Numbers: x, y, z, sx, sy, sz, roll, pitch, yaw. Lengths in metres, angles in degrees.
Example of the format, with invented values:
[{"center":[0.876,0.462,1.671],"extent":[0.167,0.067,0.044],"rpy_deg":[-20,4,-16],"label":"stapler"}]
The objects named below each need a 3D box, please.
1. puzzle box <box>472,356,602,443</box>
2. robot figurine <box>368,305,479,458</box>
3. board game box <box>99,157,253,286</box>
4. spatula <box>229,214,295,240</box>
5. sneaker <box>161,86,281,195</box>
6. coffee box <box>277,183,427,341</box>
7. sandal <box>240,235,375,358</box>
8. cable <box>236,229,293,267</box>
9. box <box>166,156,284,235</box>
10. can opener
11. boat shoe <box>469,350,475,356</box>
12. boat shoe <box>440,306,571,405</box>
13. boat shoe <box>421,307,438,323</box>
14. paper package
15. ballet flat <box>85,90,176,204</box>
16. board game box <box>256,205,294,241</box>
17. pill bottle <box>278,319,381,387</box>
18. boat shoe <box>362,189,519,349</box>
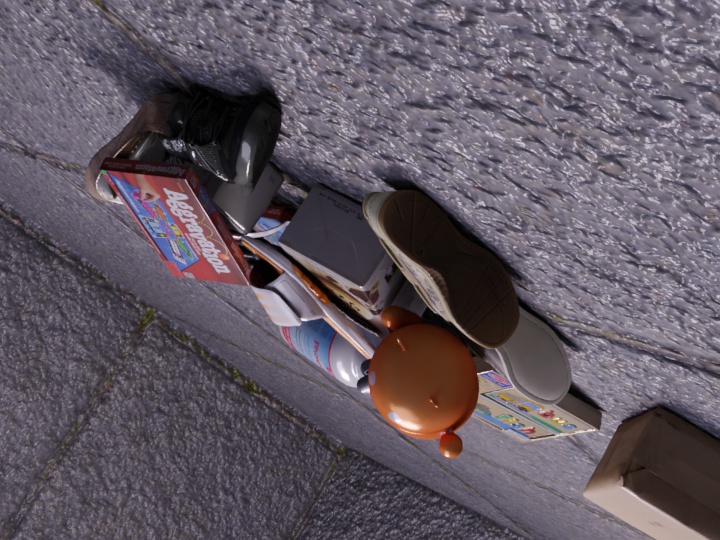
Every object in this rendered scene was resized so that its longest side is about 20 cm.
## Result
[{"center":[0.184,0.160,1.419],"extent":[0.199,0.026,0.133],"rpy_deg":[29,149,-31],"label":"puzzle box"},{"center":[0.067,0.118,1.228],"extent":[0.116,0.145,0.200],"rpy_deg":[13,171,10],"label":"robot figurine"},{"center":[-0.191,-0.048,1.232],"extent":[0.102,0.020,0.200],"rpy_deg":[6,149,21],"label":"board game box"},{"center":[-0.118,-0.046,1.322],"extent":[0.198,0.021,0.057],"rpy_deg":[-1,157,-12],"label":"spatula"},{"center":[-0.137,-0.130,1.105],"extent":[0.114,0.077,0.199],"rpy_deg":[27,174,-7],"label":"sneaker"},{"center":[0.000,0.000,1.271],"extent":[0.113,0.080,0.200],"rpy_deg":[28,167,23],"label":"coffee box"},{"center":[-0.065,0.045,1.270],"extent":[0.207,0.059,0.079],"rpy_deg":[45,173,-21],"label":"sandal"},{"center":[-0.119,-0.023,1.423],"extent":[0.163,0.051,0.200],"rpy_deg":[44,166,-26],"label":"cable"},{"center":[-0.183,-0.108,1.302],"extent":[0.199,0.082,0.068],"rpy_deg":[17,160,46],"label":"box"},{"center":[0.059,0.094,1.369],"extent":[0.067,0.054,0.199],"rpy_deg":[37,137,-27],"label":"can opener"},{"center":[0.141,0.128,1.461],"extent":[0.062,0.073,0.200],"rpy_deg":[28,163,32],"label":"boat shoe"},{"center":[0.147,0.068,1.210],"extent":[0.200,0.072,0.059],"rpy_deg":[43,170,-28],"label":"boat shoe"},{"center":[0.089,0.093,1.483],"extent":[0.067,0.057,0.200],"rpy_deg":[24,166,32],"label":"boat shoe"},{"center":[0.372,0.254,1.317],"extent":[0.190,0.104,0.200],"rpy_deg":[31,167,5],"label":"paper package"},{"center":[-0.245,-0.113,1.239],"extent":[0.068,0.068,0.200],"rpy_deg":[14,143,-28],"label":"ballet flat"},{"center":[-0.052,-0.019,1.443],"extent":[0.200,0.020,0.103],"rpy_deg":[39,165,-31],"label":"board game box"},{"center":[-0.017,0.090,1.557],"extent":[0.200,0.109,0.109],"rpy_deg":[30,171,49],"label":"pill bottle"},{"center":[0.080,-0.005,1.101],"extent":[0.200,0.073,0.063],"rpy_deg":[50,167,-25],"label":"boat shoe"}]
